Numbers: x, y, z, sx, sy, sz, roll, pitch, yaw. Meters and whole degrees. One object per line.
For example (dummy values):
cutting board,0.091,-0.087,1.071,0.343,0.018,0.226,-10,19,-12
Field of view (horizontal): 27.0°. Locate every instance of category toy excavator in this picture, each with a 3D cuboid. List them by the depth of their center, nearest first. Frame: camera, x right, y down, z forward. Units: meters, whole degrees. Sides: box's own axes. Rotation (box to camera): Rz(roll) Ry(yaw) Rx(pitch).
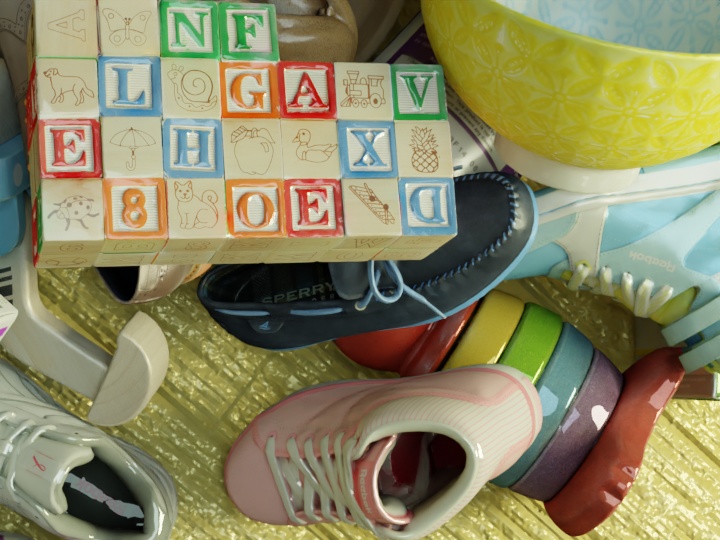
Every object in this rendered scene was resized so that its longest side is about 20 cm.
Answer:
toy excavator,-0.203,-0.020,0.811,0.192,0.100,0.202,3,110,9

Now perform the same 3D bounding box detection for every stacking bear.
stacking bear,0.070,0.056,0.880,0.199,0.114,0.122,34,57,1

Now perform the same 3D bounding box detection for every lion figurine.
lion figurine,-0.050,-0.093,0.816,0.121,0.200,0.073,23,40,-17

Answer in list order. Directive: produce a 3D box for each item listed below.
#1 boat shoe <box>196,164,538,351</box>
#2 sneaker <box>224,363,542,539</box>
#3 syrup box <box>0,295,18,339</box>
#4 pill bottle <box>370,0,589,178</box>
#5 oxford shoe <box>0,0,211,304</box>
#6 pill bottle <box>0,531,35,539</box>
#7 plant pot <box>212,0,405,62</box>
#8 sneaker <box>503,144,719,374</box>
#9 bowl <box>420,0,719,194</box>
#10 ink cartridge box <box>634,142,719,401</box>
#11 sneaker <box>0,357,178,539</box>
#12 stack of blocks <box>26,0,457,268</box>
boat shoe,0.000,0.000,0.810,0.199,0.068,0.085,-27,60,23
sneaker,-0.006,0.104,0.809,0.198,0.105,0.076,-17,97,26
syrup box,-0.267,0.075,0.749,0.079,0.081,0.201,40,103,4
pill bottle,0.085,-0.126,0.894,0.111,0.111,0.200,44,77,-8
oxford shoe,-0.142,-0.077,0.760,0.201,0.071,0.073,60,32,-6
pill bottle,-0.181,0.196,0.750,0.111,0.200,0.114,1,86,-15
plant pot,-0.075,-0.188,0.842,0.198,0.202,0.093,-6,44,-16
sneaker,0.157,0.010,0.831,0.198,0.080,0.132,-13,83,2
bowl,0.117,-0.105,0.771,0.198,0.201,0.109,2,122,-15
ink cartridge box,0.216,-0.021,0.927,0.059,0.104,0.203,1,86,-16
sneaker,-0.182,0.095,0.809,0.198,0.099,0.079,26,80,-12
stack of blocks,-0.059,-0.065,0.726,0.198,0.059,0.117,-1,78,-17
